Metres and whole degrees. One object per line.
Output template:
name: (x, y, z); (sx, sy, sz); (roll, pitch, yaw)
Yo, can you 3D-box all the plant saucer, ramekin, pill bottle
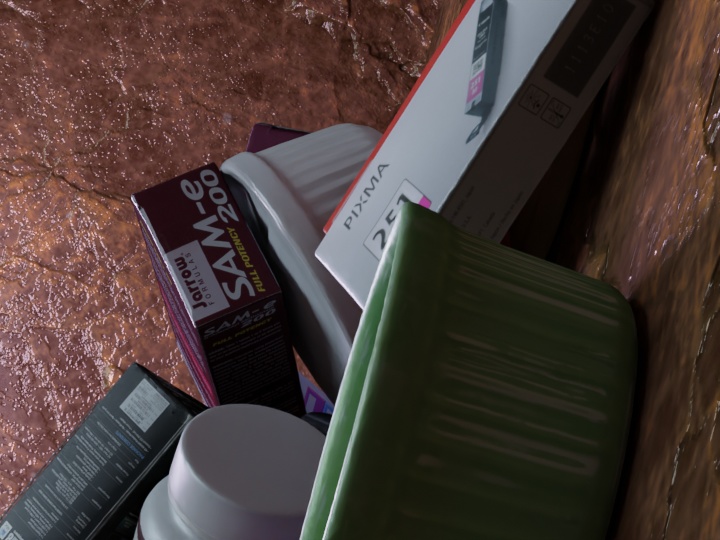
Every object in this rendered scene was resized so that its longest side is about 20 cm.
plant saucer: (0.098, -0.075, 1.106); (0.200, 0.037, 0.200); (-164, 90, -87)
ramekin: (0.000, 0.000, 1.207); (0.094, 0.203, 0.202); (-30, -8, -12)
pill bottle: (-0.080, 0.183, 1.115); (0.114, 0.114, 0.200); (-78, 6, -58)
ramekin: (0.037, 0.081, 0.758); (0.200, 0.098, 0.200); (-165, 90, -88)

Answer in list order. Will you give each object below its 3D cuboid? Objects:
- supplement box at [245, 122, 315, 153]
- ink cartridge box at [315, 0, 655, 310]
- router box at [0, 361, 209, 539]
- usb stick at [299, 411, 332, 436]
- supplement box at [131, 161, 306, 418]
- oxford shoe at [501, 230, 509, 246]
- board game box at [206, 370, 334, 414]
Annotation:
supplement box: (-0.008, -0.023, 1.475); (0.200, 0.131, 0.103); (53, -130, -66)
ink cartridge box: (0.045, -0.081, 0.984); (0.200, 0.044, 0.174); (-57, 28, 8)
router box: (-0.125, 0.157, 1.202); (0.150, 0.062, 0.200); (-50, -31, -2)
usb stick: (0.011, 0.112, 1.105); (0.033, 0.055, 0.200); (-68, 19, -4)
supplement box: (-0.088, 0.032, 1.255); (0.200, 0.061, 0.109); (82, 162, -60)
oxford shoe: (0.051, 0.050, 0.998); (0.073, 0.071, 0.200); (93, -177, -52)
board game box: (-0.044, 0.157, 1.404); (0.200, 0.034, 0.135); (43, -130, -41)
